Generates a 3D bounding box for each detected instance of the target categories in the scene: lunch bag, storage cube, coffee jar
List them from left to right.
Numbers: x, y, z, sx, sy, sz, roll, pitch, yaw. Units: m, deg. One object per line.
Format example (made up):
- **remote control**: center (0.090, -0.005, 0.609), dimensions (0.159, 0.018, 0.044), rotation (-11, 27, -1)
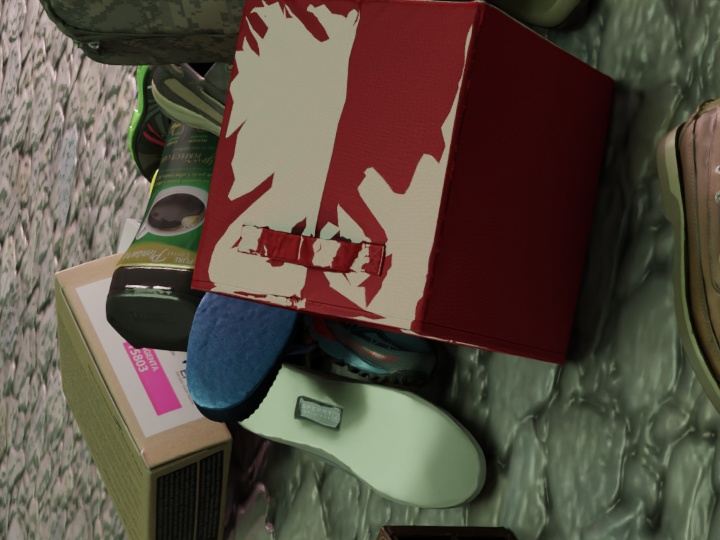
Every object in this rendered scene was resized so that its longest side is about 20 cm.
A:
- **lunch bag**: center (-0.116, -0.215, 0.982), dimensions (0.168, 0.198, 0.141), rotation (63, -153, -78)
- **coffee jar**: center (-0.111, -0.035, 1.142), dimensions (0.103, 0.085, 0.202), rotation (2, 60, 28)
- **storage cube**: center (0.029, -0.053, 0.930), dimensions (0.170, 0.199, 0.182), rotation (9, 88, 35)

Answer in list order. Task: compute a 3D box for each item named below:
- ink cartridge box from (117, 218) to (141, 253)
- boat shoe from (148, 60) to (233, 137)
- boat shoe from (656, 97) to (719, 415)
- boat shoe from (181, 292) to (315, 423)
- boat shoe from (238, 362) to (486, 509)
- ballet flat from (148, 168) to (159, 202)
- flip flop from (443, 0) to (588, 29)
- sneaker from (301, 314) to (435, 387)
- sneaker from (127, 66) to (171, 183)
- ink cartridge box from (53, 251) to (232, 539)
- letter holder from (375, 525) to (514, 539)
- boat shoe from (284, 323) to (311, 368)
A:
- **ink cartridge box**: center (-0.172, 0.067, 1.361), dimensions (0.200, 0.043, 0.175), rotation (32, 108, 54)
- **boat shoe**: center (-0.076, -0.128, 1.078), dimensions (0.199, 0.074, 0.075), rotation (19, 54, 32)
- **boat shoe**: center (0.203, -0.004, 0.796), dimensions (0.068, 0.071, 0.202), rotation (-41, 51, 45)
- **boat shoe**: center (-0.057, 0.020, 1.045), dimensions (0.083, 0.069, 0.201), rotation (11, 57, 17)
- **boat shoe**: center (0.006, 0.106, 1.059), dimensions (0.199, 0.071, 0.071), rotation (18, 92, 30)
- **ballet flat**: center (-0.133, 0.017, 1.233), dimensions (0.067, 0.066, 0.202), rotation (-27, 80, 49)
- **flip flop**: center (0.079, -0.209, 1.036), dimensions (0.200, 0.057, 0.082), rotation (38, 114, 52)
- **sneaker**: center (0.000, 0.000, 1.090), dimensions (0.096, 0.079, 0.200), rotation (-62, 39, 23)
- **sneaker**: center (-0.143, -0.112, 1.282), dimensions (0.084, 0.076, 0.201), rotation (53, 161, 21)
- **ink cartridge box**: center (-0.177, 0.113, 1.252), dimensions (0.201, 0.074, 0.165), rotation (59, 155, 30)
- **letter holder**: center (0.046, 0.278, 0.944), dimensions (0.142, 0.100, 0.201), rotation (49, 123, 46)
- **boat shoe**: center (-0.065, 0.013, 1.191), dimensions (0.076, 0.071, 0.202), rotation (-33, 63, 49)
